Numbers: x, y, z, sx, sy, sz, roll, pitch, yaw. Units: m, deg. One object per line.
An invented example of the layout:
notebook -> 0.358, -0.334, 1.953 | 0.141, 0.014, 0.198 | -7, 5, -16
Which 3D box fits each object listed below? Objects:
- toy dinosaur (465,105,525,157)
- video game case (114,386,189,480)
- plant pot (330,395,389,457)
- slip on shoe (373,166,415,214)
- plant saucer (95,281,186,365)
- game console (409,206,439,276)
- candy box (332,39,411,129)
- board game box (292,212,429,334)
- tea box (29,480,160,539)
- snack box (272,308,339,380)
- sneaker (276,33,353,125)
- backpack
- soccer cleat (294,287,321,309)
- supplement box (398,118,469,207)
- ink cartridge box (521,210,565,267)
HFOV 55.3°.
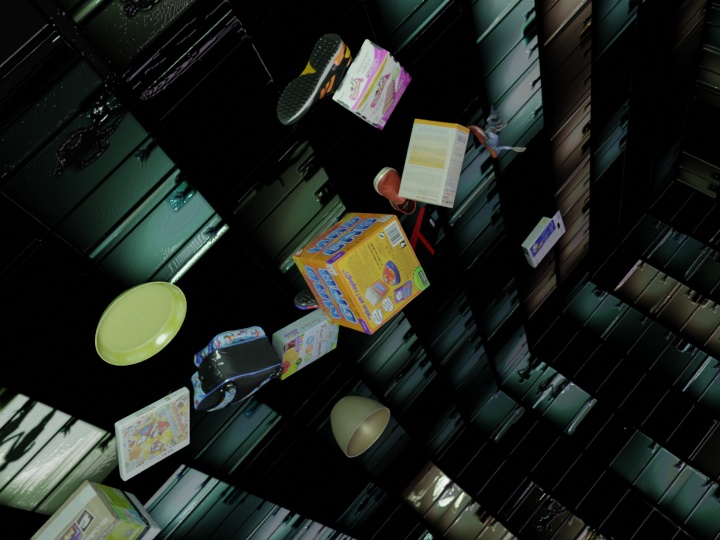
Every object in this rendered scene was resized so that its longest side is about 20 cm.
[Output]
toy dinosaur -> 0.372, -0.387, 1.989 | 0.200, 0.105, 0.182 | -5, 152, -4
video game case -> -0.486, 0.386, 1.624 | 0.182, 0.023, 0.200 | -26, 140, -38
plant pot -> -0.020, 0.490, 2.259 | 0.200, 0.134, 0.200 | -35, 146, -28
slip on shoe -> 0.093, -0.204, 1.771 | 0.074, 0.061, 0.200 | -49, 148, -3
plant saucer -> -0.443, 0.100, 1.378 | 0.200, 0.031, 0.200 | -35, 146, -28
game console -> 0.178, -0.073, 1.990 | 0.200, 0.031, 0.177 | 39, 64, -67
candy box -> 0.030, -0.385, 1.447 | 0.136, 0.061, 0.200 | -59, 165, 10
board game box -> 0.000, 0.000, 1.643 | 0.200, 0.200, 0.200 | -38, 114, -24
tea box -> -0.611, 0.616, 1.579 | 0.200, 0.134, 0.197 | -47, 150, -10
snack box -> -0.147, 0.190, 1.855 | 0.200, 0.053, 0.142 | -28, 143, -36
sneaker -> -0.081, -0.361, 1.358 | 0.200, 0.070, 0.090 | -57, 146, 2
backpack -> -0.306, 0.239, 1.602 | 0.182, 0.135, 0.200 | -11, 157, -46
soccer cleat -> -0.095, 0.076, 1.796 | 0.200, 0.068, 0.073 | -22, 134, -47
supplement box -> 0.183, -0.267, 1.712 | 0.074, 0.126, 0.200 | 3, 102, -55
ink cartridge box -> 0.729, -0.130, 2.738 | 0.200, 0.047, 0.198 | -52, 148, -4
